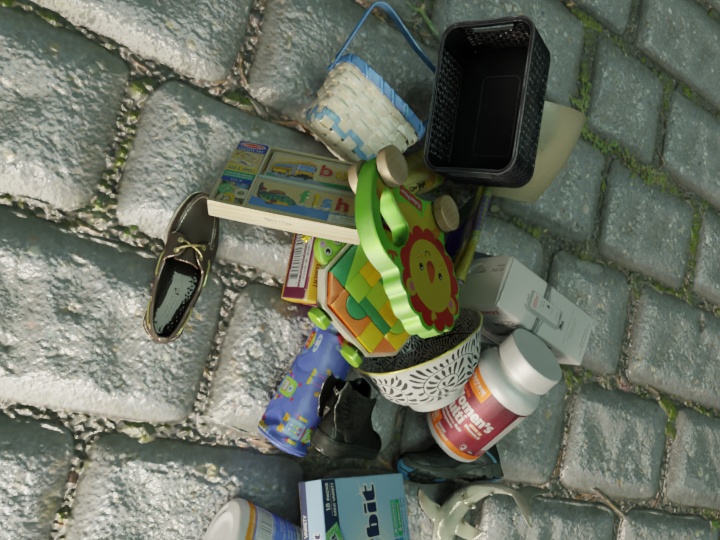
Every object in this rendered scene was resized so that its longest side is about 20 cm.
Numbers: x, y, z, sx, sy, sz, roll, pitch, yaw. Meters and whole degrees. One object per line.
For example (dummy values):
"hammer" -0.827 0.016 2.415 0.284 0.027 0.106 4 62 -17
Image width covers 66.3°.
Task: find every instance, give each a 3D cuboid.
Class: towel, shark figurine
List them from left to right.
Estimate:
"towel" 0.150 -0.041 0.841 0.022 0.144 0.204 23 68 -3
"shark figurine" 0.184 0.372 0.891 0.129 0.214 0.089 54 23 15

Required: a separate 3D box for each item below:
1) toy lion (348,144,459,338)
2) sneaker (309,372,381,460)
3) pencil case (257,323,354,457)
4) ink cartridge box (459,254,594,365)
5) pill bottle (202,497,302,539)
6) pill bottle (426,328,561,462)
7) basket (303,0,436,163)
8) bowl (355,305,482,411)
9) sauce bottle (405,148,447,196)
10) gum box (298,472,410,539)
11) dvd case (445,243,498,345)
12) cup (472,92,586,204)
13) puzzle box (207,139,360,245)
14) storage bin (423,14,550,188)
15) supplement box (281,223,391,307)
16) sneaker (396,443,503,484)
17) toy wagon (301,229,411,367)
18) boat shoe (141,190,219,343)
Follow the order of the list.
"toy lion" 0.063 -0.022 0.686 0.198 0.067 0.197 32 53 -42
"sneaker" -0.005 0.201 0.763 0.199 0.059 0.106 28 88 -58
"pencil case" -0.069 0.151 0.773 0.078 0.086 0.204 41 71 -46
"ink cartridge box" 0.248 0.066 0.884 0.198 0.146 0.084 33 73 -22
"pill bottle" -0.108 0.396 0.729 0.199 0.111 0.114 38 73 -22
"pill bottle" 0.196 0.186 0.821 0.108 0.111 0.201 26 122 -18
"basket" 0.023 -0.248 0.788 0.176 0.139 0.201 43 87 -21
"bowl" 0.095 0.137 0.791 0.198 0.199 0.096 -27 101 -25
"sauce bottle" 0.054 -0.132 0.852 0.197 0.064 0.066 -29 102 -23
"gum box" 0.001 0.373 0.750 0.198 0.044 0.175 22 55 -50
"dvd case" 0.194 0.044 0.948 0.195 0.016 0.153 12 83 -27
"cup" 0.249 -0.190 0.896 0.195 0.199 0.148 6 101 -27
"puzzle box" -0.083 -0.105 0.715 0.194 0.026 0.135 11 46 1
"storage bin" 0.176 -0.227 0.764 0.093 0.132 0.206 9 90 -57
"supplement box" 0.000 0.000 0.798 0.195 0.102 0.135 14 82 -27
"sneaker" 0.142 0.301 0.897 0.195 0.073 0.084 11 61 -27
"toy wagon" 0.000 0.018 0.718 0.156 0.039 0.201 -47 110 -19
"boat shoe" -0.225 -0.007 0.704 0.071 0.059 0.205 22 79 -24
